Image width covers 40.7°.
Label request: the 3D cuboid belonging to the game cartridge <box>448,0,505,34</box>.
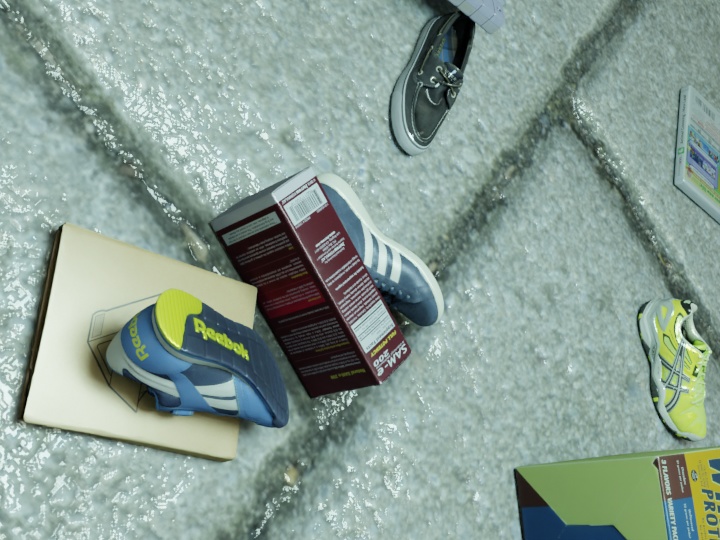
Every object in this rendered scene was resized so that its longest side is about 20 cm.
[{"bbox_3d":[0.117,-0.392,1.185,0.129,0.038,0.203,32,40,-35],"label":"game cartridge"}]

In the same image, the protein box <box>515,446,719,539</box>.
[{"bbox_3d":[0.319,0.279,1.104,0.198,0.197,0.138,4,76,-41],"label":"protein box"}]

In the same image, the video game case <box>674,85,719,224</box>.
[{"bbox_3d":[0.575,-0.172,1.574,0.198,0.022,0.185,31,60,-32],"label":"video game case"}]

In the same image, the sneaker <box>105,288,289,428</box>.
[{"bbox_3d":[-0.132,0.085,0.825,0.200,0.081,0.075,43,24,-46],"label":"sneaker"}]

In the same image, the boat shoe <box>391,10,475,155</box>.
[{"bbox_3d":[0.094,-0.226,1.134,0.070,0.066,0.202,39,55,-26],"label":"boat shoe"}]

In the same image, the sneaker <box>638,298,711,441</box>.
[{"bbox_3d":[0.443,0.137,1.335,0.075,0.076,0.204,-18,91,-44],"label":"sneaker"}]

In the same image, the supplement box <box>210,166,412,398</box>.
[{"bbox_3d":[-0.046,0.016,0.917,0.061,0.108,0.202,-38,104,-41],"label":"supplement box"}]

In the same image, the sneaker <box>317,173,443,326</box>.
[{"bbox_3d":[0.000,0.000,0.989,0.200,0.075,0.085,44,51,-11],"label":"sneaker"}]

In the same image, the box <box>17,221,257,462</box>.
[{"bbox_3d":[-0.183,0.067,0.840,0.198,0.021,0.167,21,66,-37],"label":"box"}]
